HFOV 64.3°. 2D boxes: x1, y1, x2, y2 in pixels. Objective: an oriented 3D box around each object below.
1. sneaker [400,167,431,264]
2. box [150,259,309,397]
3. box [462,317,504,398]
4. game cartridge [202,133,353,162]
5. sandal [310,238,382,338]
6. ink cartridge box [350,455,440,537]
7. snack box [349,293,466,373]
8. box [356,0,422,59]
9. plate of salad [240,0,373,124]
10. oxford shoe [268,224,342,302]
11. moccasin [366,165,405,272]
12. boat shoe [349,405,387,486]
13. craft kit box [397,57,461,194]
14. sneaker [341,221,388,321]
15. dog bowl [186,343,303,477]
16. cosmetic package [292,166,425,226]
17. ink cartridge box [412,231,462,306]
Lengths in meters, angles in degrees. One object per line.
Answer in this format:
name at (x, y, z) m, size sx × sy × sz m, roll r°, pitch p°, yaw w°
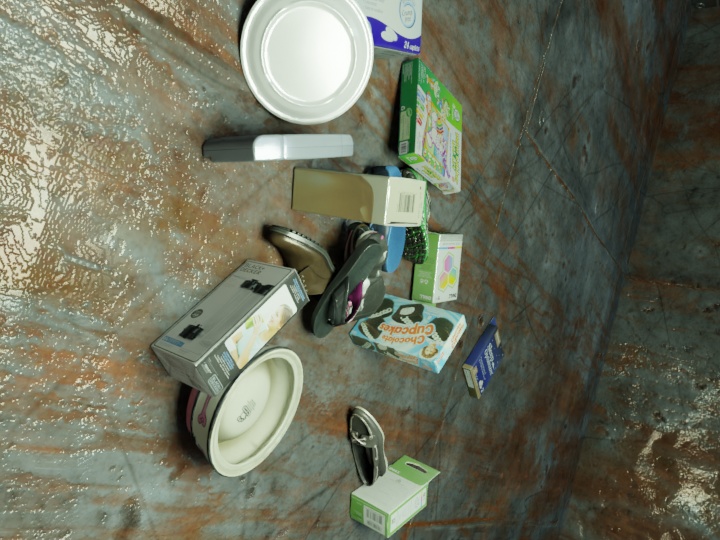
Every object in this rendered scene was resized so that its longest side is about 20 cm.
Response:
sneaker at (0.119, -0.110, 1.171) m, size 0.085 × 0.077 × 0.204 m, roll -25°, pitch 117°, yaw -46°
box at (-0.180, 0.073, 0.810) m, size 0.200 × 0.115 × 0.061 m, roll -45°, pitch 129°, yaw -33°
box at (0.350, 0.239, 1.590) m, size 0.201 × 0.032 × 0.122 m, roll -50°, pitch 134°, yaw -33°
game cartridge at (-0.108, -0.177, 0.824) m, size 0.198 × 0.131 × 0.042 m, roll -17°, pitch 113°, yaw -49°
sandal at (-0.022, 0.041, 0.962) m, size 0.075 × 0.048 × 0.202 m, roll 4°, pitch 123°, yaw -54°
ink cartridge box at (0.079, 0.487, 1.248) m, size 0.198 × 0.103 × 0.061 m, roll -15°, pitch 111°, yaw -49°
snack box at (0.088, 0.113, 1.089) m, size 0.117 × 0.197 × 0.037 m, roll -52°, pitch 137°, yaw -29°
box at (0.012, -0.461, 0.928) m, size 0.182 × 0.104 × 0.204 m, roll -16°, pitch 110°, yaw -49°
plate of salad at (-0.078, -0.319, 0.843) m, size 0.196 × 0.048 × 0.204 m, roll -6°, pitch 118°, yaw -11°
oxford shoe at (-0.091, -0.002, 0.939) m, size 0.085 × 0.072 × 0.200 m, roll -60°, pitch 137°, yaw -16°
moccasin at (0.045, -0.099, 1.092) m, size 0.080 × 0.067 × 0.204 m, roll -21°, pitch 116°, yaw -55°
boat shoe at (0.013, 0.363, 1.165) m, size 0.057 × 0.066 × 0.203 m, roll -48°, pitch 136°, yaw -39°
craft kit box at (0.144, -0.283, 1.151) m, size 0.197 × 0.048 × 0.204 m, roll 25°, pitch 64°, yaw -55°
sneaker at (0.000, 0.000, 1.052) m, size 0.079 × 0.087 × 0.203 m, roll -7°, pitch 127°, yaw -29°
dog bowl at (-0.174, 0.196, 0.854) m, size 0.200 × 0.073 × 0.203 m, roll -41°, pitch 142°, yaw -42°
cosmetic package at (-0.006, -0.119, 0.913) m, size 0.104 × 0.198 × 0.073 m, roll -4°, pitch 104°, yaw -49°
ink cartridge box at (0.168, 0.017, 1.267) m, size 0.103 × 0.059 × 0.204 m, roll -4°, pitch 101°, yaw -51°
